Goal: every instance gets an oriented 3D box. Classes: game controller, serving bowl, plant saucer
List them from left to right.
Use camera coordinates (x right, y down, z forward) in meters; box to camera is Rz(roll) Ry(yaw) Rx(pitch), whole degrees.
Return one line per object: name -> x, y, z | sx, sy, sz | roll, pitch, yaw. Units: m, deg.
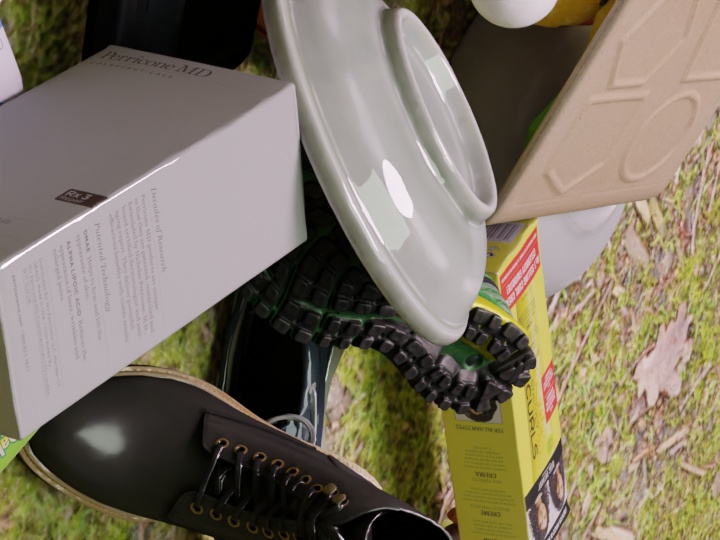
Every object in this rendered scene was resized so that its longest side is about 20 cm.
game controller -> -0.078, -0.147, 1.156 | 0.104, 0.042, 0.201 | -41, 159, -35
plant saucer -> 0.020, -0.066, 1.191 | 0.201, 0.050, 0.201 | 58, 16, -27
serving bowl -> 0.118, -0.071, 1.538 | 0.200, 0.065, 0.202 | -28, 125, -50

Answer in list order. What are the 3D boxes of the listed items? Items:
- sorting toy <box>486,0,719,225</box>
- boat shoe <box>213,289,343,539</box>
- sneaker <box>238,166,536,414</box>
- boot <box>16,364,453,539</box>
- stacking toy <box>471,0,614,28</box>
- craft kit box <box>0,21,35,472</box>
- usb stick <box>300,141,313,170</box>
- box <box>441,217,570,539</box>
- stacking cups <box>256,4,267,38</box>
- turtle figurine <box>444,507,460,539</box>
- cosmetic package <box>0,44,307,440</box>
sorting toy -> 0.160, -0.109, 1.426 | 0.185, 0.037, 0.200 | -10, 141, -53
boat shoe -> -0.048, 0.078, 1.326 | 0.062, 0.074, 0.202 | 17, 86, -59
sneaker -> 0.000, 0.000, 1.299 | 0.078, 0.085, 0.200 | -44, 126, 16
boot -> -0.053, 0.100, 1.201 | 0.199, 0.138, 0.078 | 15, 90, -24
stacking toy -> 0.108, -0.178, 1.388 | 0.200, 0.145, 0.147 | -42, 135, -52
craft kit box -> -0.200, 0.016, 1.097 | 0.200, 0.048, 0.198 | -50, 137, -35
usb stick -> 0.010, -0.016, 1.422 | 0.200, 0.032, 0.056 | 48, 54, -53
box -> 0.081, 0.072, 1.479 | 0.075, 0.050, 0.201 | -49, 136, -54
stacking cups -> -0.030, -0.131, 1.305 | 0.200, 0.060, 0.061 | 38, 69, -50
turtle figurine -> 0.039, 0.204, 1.520 | 0.161, 0.064, 0.202 | 32, 57, -52
cosmetic package -> -0.122, -0.018, 1.064 | 0.200, 0.112, 0.082 | -39, 133, -46
